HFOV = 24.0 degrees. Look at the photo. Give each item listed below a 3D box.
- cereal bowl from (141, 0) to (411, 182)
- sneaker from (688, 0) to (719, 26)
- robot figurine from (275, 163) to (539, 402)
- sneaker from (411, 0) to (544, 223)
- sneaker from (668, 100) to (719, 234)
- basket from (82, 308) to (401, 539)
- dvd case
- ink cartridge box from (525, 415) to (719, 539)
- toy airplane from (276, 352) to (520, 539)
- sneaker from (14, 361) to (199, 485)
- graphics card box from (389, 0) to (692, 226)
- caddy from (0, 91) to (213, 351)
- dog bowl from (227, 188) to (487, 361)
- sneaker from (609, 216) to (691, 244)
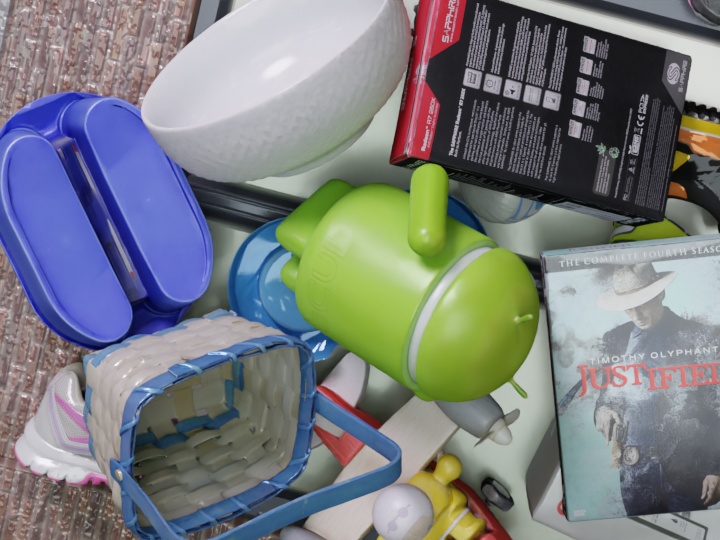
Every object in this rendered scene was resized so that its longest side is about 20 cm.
[{"bbox_3d":[-0.049,-0.126,1.188,0.199,0.200,0.083,-27,119,7],"label":"cereal bowl"},{"bbox_3d":[0.295,-0.262,1.190,0.079,0.095,0.201,28,102,-5],"label":"sneaker"},{"bbox_3d":[0.036,0.015,1.168,0.200,0.116,0.176,30,144,28],"label":"robot figurine"},{"bbox_3d":[0.090,-0.132,1.247,0.072,0.072,0.201,-14,89,33],"label":"sneaker"},{"bbox_3d":[0.303,-0.055,1.248,0.199,0.070,0.090,21,107,3],"label":"sneaker"},{"bbox_3d":[-0.091,0.118,1.178,0.176,0.200,0.140,-16,119,-30],"label":"basket"},{"bbox_3d":[0.209,0.078,1.210,0.145,0.022,0.201,-5,101,5],"label":"dvd case"},{"bbox_3d":[0.242,0.154,1.279,0.199,0.084,0.147,23,102,-3],"label":"ink cartridge box"},{"bbox_3d":[0.024,0.155,1.259,0.198,0.141,0.201,-3,101,3],"label":"toy airplane"},{"bbox_3d":[-0.160,0.128,1.292,0.199,0.081,0.089,16,103,-1],"label":"sneaker"},{"bbox_3d":[0.127,-0.113,1.187,0.199,0.051,0.126,12,82,-15],"label":"graphics card box"},{"bbox_3d":[-0.193,-0.036,1.252,0.141,0.105,0.201,-27,98,-16],"label":"caddy"},{"bbox_3d":[0.000,0.000,1.277,0.199,0.050,0.112,-13,101,4],"label":"dog bowl"},{"bbox_3d":[0.252,0.045,1.252,0.200,0.074,0.081,37,68,1],"label":"sneaker"}]
